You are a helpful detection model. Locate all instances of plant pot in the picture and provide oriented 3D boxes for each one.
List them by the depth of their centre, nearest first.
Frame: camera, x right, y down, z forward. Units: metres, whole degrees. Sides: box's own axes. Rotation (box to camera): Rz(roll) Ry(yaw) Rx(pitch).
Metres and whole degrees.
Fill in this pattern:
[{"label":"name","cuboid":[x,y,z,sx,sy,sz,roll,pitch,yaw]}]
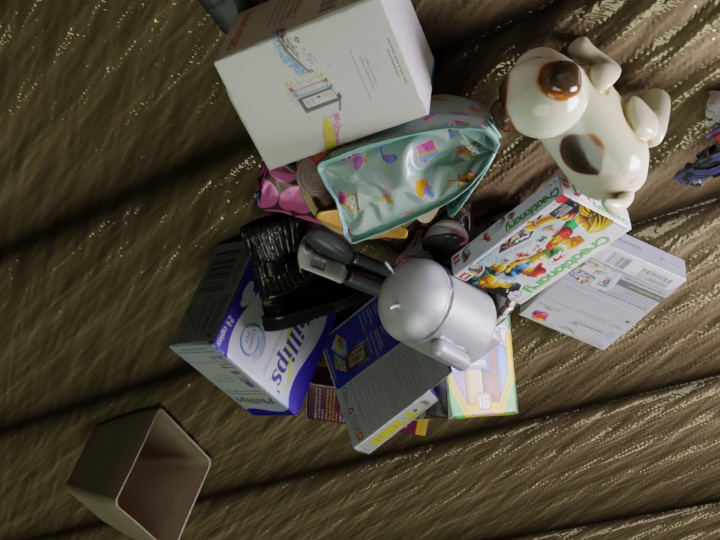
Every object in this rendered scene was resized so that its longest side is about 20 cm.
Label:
[{"label":"plant pot","cuboid":[-0.435,0.393,2.024,0.175,0.202,0.200,0,141,31]}]

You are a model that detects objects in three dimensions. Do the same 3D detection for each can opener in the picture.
[{"label":"can opener","cuboid":[0.000,0.000,1.491,0.198,0.053,0.066,24,163,-27]}]

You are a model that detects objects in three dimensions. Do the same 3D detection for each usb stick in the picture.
[{"label":"usb stick","cuboid":[-0.186,-0.347,1.209,0.055,0.033,0.200,-18,132,27]}]

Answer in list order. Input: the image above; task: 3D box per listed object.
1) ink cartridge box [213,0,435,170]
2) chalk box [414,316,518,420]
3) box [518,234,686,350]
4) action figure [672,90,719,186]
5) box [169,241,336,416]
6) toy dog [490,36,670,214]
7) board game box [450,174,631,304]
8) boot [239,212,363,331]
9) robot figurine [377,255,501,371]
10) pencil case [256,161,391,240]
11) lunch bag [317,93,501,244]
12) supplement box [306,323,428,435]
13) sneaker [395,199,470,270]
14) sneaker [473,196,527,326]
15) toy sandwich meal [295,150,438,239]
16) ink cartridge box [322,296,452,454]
[{"label":"ink cartridge box","cuboid":[-0.036,-0.232,1.182,0.198,0.148,0.146,-17,120,18]},{"label":"chalk box","cuboid":[0.144,0.117,1.575,0.122,0.203,0.124,1,172,-26]},{"label":"box","cuboid":[0.345,0.026,1.534,0.154,0.042,0.200,22,138,-14]},{"label":"action figure","cuboid":[0.479,-0.149,1.286,0.193,0.105,0.199,36,160,-18]},{"label":"box","cuboid":[-0.154,0.088,1.582,0.104,0.186,0.200,-6,141,41]},{"label":"toy dog","cuboid":[0.237,-0.171,1.215,0.199,0.196,0.139,31,149,-33]},{"label":"board game box","cuboid":[0.226,-0.035,1.347,0.125,0.035,0.200,20,138,-31]},{"label":"boot","cuboid":[-0.079,-0.012,1.538,0.079,0.210,0.160,-9,96,35]},{"label":"robot figurine","cuboid":[0.102,0.055,1.409,0.113,0.171,0.199,-41,133,23]},{"label":"pencil case","cuboid":[-0.041,-0.103,1.427,0.197,0.092,0.094,12,138,-7]},{"label":"lunch bag","cuboid":[0.065,-0.127,1.218,0.198,0.171,0.123,-20,105,10]},{"label":"supplement box","cuboid":[0.019,0.171,1.703,0.197,0.132,0.104,7,139,2]},{"label":"sneaker","cuboid":[0.113,-0.047,1.471,0.080,0.087,0.200,23,160,-12]},{"label":"sneaker","cuboid":[0.190,-0.021,1.475,0.115,0.076,0.201,30,113,-10]},{"label":"toy sandwich meal","cuboid":[0.018,-0.122,1.343,0.202,0.070,0.208,-1,108,-4]},{"label":"ink cartridge box","cuboid":[0.042,0.131,1.563,0.199,0.199,0.047,-38,139,22]}]
